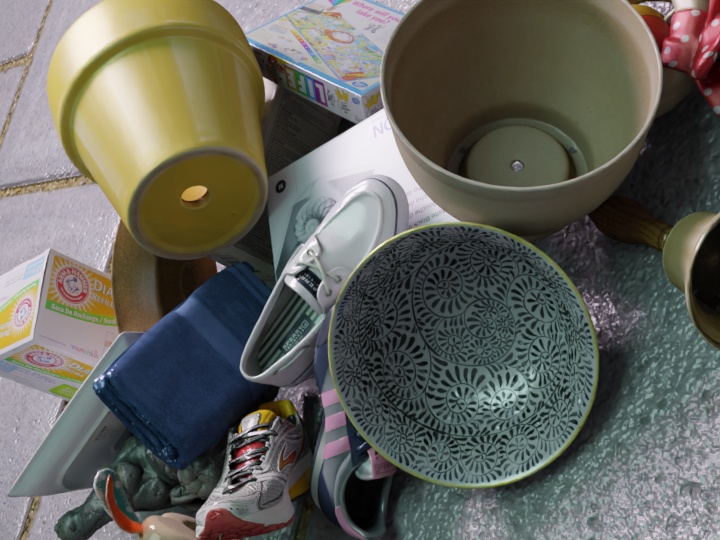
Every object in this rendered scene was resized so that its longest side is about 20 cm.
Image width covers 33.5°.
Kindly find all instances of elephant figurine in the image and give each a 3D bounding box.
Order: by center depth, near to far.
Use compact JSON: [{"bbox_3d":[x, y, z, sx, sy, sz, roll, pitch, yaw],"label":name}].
[{"bbox_3d":[-0.178,0.173,1.120,0.201,0.153,0.143,125,160,-44],"label":"elephant figurine"}]

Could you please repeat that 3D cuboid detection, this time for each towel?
[{"bbox_3d":[-0.133,0.080,1.045,0.200,0.112,0.049,-43,-3,-46],"label":"towel"}]

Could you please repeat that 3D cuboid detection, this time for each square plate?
[{"bbox_3d":[-0.220,0.146,1.165,0.028,0.197,0.201,42,104,22],"label":"square plate"}]

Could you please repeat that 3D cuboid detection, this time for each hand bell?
[{"bbox_3d":[0.215,-0.021,0.844,0.105,0.103,0.200,-60,25,3],"label":"hand bell"}]

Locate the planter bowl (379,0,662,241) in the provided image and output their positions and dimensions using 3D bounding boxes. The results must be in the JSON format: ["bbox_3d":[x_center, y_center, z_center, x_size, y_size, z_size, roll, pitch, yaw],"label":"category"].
[{"bbox_3d":[0.118,-0.105,0.892,0.197,0.135,0.203,-3,59,5],"label":"planter bowl"}]

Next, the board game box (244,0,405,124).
[{"bbox_3d":[-0.009,-0.208,1.147,0.134,0.035,0.199,-31,41,-25],"label":"board game box"}]

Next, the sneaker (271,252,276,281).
[{"bbox_3d":[-0.012,-0.052,1.119,0.201,0.074,0.079,-53,44,13],"label":"sneaker"}]

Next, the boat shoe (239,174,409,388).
[{"bbox_3d":[-0.029,0.015,0.961,0.073,0.067,0.202,35,107,23],"label":"boat shoe"}]

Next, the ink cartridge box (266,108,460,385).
[{"bbox_3d":[0.011,-0.031,1.013,0.198,0.040,0.203,-28,58,27],"label":"ink cartridge box"}]

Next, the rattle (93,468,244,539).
[{"bbox_3d":[-0.163,0.266,1.002,0.144,0.199,0.130,-55,40,9],"label":"rattle"}]

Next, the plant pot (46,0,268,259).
[{"bbox_3d":[-0.170,-0.122,1.088,0.201,0.200,0.190,-46,47,21],"label":"plant pot"}]

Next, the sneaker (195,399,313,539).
[{"bbox_3d":[-0.091,0.164,0.986,0.077,0.200,0.083,-12,98,12],"label":"sneaker"}]

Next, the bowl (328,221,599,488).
[{"bbox_3d":[0.081,0.050,0.899,0.201,0.201,0.094,-44,3,22],"label":"bowl"}]

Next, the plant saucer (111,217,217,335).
[{"bbox_3d":[-0.187,0.014,1.208,0.035,0.201,0.203,-3,63,18],"label":"plant saucer"}]

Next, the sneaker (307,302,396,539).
[{"bbox_3d":[0.006,0.121,0.956,0.082,0.069,0.203,35,129,53],"label":"sneaker"}]

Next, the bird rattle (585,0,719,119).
[{"bbox_3d":[0.235,-0.182,0.918,0.163,0.111,0.202,-46,52,38],"label":"bird rattle"}]

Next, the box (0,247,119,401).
[{"bbox_3d":[-0.281,0.073,1.252,0.112,0.199,0.103,-23,53,39],"label":"box"}]

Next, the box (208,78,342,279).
[{"bbox_3d":[-0.093,-0.101,1.224,0.077,0.094,0.203,-2,66,48],"label":"box"}]
